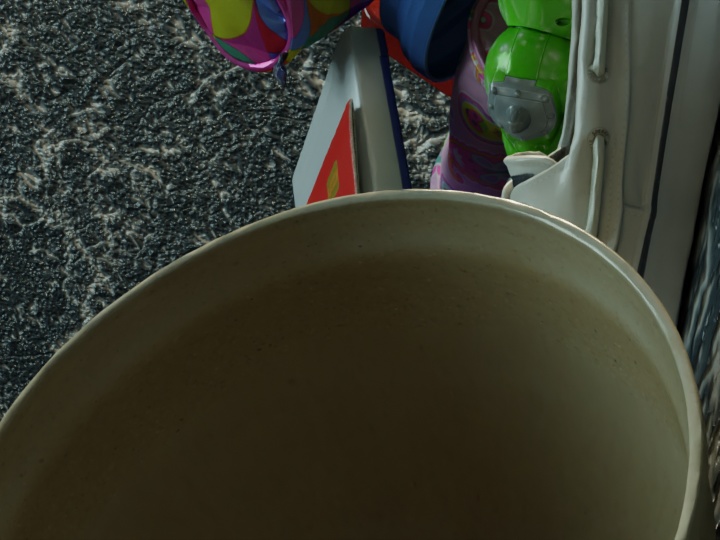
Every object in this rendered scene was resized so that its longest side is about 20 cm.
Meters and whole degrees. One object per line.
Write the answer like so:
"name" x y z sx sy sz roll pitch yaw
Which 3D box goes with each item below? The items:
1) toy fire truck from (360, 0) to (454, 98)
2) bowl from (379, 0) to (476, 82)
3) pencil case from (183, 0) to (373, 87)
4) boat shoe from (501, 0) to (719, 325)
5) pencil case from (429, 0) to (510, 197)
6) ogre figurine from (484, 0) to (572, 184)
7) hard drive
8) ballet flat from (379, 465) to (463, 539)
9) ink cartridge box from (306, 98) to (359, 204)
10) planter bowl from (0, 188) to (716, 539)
"toy fire truck" 0.065 -0.188 1.082 0.112 0.166 0.202 100 -179 -60
"bowl" 0.081 -0.186 0.897 0.201 0.039 0.201 -49 -11 -13
"pencil case" -0.004 -0.177 0.930 0.200 0.088 0.089 -41 -24 -34
"boat shoe" 0.079 -0.025 0.609 0.072 0.065 0.202 -78 -1 -79
"pencil case" 0.084 -0.080 0.947 0.200 0.086 0.088 100 -178 -70
"ogre figurine" 0.091 -0.127 0.750 0.201 0.098 0.120 -60 -15 9
"hard drive" 0.000 0.000 0.888 0.132 0.025 0.202 113 154 -52
"ballet flat" 0.051 0.082 0.651 0.067 0.046 0.200 -45 -16 9
"ink cartridge box" -0.037 0.044 0.887 0.201 0.044 0.178 115 152 -54
"planter bowl" 0.005 0.097 0.479 0.135 0.198 0.202 64 -153 -42
